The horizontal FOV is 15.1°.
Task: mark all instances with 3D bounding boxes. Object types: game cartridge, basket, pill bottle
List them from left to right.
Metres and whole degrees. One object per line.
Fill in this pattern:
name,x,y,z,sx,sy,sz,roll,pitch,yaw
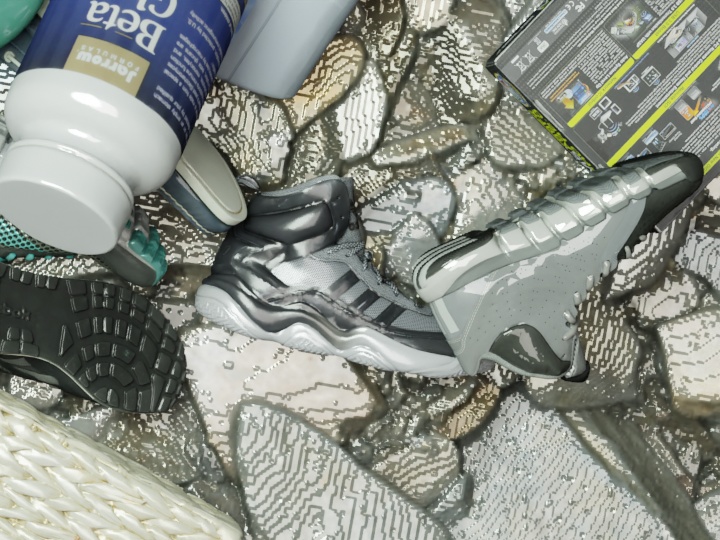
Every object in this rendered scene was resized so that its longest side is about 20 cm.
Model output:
basket,-0.183,0.170,1.707,0.199,0.136,0.124,29,87,-7
pill bottle,-0.147,-0.115,1.632,0.111,0.111,0.201,24,65,-6
game cartridge,-0.099,-0.203,1.725,0.200,0.042,0.133,34,108,-2

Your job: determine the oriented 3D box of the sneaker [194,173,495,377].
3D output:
sneaker,0.000,0.000,1.747,0.199,0.075,0.114,13,93,-4

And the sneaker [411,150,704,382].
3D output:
sneaker,0.140,0.007,1.727,0.199,0.075,0.116,-24,99,-3

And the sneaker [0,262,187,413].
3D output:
sneaker,-0.207,0.037,1.737,0.199,0.087,0.076,24,75,-30

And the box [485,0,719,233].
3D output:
box,0.206,-0.150,1.780,0.160,0.044,0.200,44,88,-6

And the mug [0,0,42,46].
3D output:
mug,-0.264,-0.220,1.677,0.151,0.114,0.186,-17,73,24

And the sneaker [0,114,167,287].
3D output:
sneaker,-0.219,-0.036,1.736,0.199,0.078,0.091,32,105,-3

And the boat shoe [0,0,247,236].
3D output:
boat shoe,-0.155,-0.091,1.726,0.200,0.075,0.062,46,103,3
